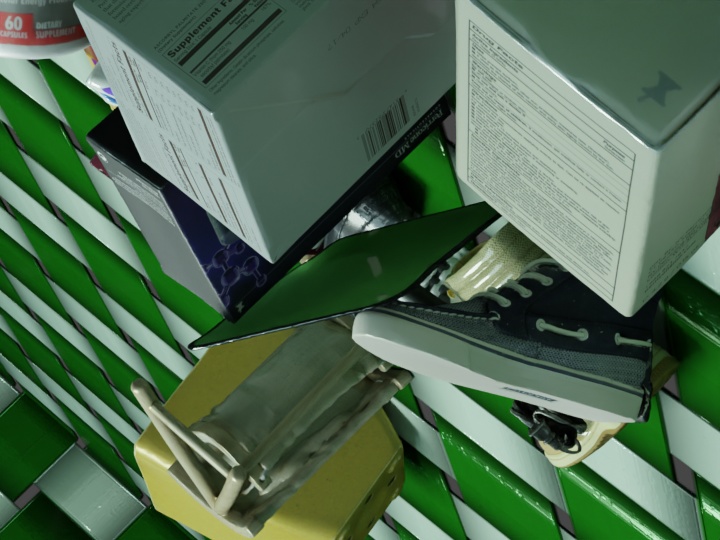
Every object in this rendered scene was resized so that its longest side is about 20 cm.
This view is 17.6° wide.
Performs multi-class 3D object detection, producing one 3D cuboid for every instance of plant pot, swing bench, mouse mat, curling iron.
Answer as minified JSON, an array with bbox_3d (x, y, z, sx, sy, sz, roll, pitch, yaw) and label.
[{"bbox_3d":[-0.067,0.174,2.192,0.200,0.196,0.194,32,162,15],"label":"plant pot"},{"bbox_3d":[-0.067,0.109,1.976,0.130,0.199,0.200,39,164,22],"label":"swing bench"},{"bbox_3d":[0.000,0.000,1.459,0.160,0.200,0.008,-14,104,34],"label":"mouse mat"},{"bbox_3d":[0.072,0.048,1.519,0.200,0.026,0.050,43,-165,19],"label":"curling iron"}]

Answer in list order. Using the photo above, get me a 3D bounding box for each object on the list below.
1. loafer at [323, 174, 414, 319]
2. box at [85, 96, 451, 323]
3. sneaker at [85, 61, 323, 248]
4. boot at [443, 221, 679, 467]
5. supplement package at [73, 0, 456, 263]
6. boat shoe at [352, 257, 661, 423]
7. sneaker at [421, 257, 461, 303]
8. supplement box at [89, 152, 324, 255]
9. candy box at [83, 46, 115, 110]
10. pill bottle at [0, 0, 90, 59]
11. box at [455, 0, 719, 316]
[{"bbox_3d":[0.009,-0.009,1.719,0.070,0.068,0.201,49,164,23],"label":"loafer"},{"bbox_3d":[-0.052,-0.089,1.426,0.079,0.200,0.141,35,162,34],"label":"box"},{"bbox_3d":[-0.109,-0.099,1.540,0.081,0.146,0.201,-57,42,49],"label":"sneaker"},{"bbox_3d":[0.121,0.049,1.564,0.155,0.073,0.200,44,163,5],"label":"boot"},{"bbox_3d":[-0.031,-0.136,1.248,0.111,0.200,0.156,38,163,26],"label":"supplement package"},{"bbox_3d":[0.092,0.027,1.415,0.199,0.093,0.075,18,169,-24],"label":"boat shoe"},{"bbox_3d":[0.070,0.040,1.668,0.081,0.075,0.200,36,-179,-2],"label":"sneaker"},{"bbox_3d":[-0.093,-0.065,1.683,0.109,0.061,0.200,39,-163,21],"label":"supplement box"},{"bbox_3d":[-0.163,-0.167,1.795,0.117,0.056,0.200,38,164,27],"label":"candy box"},{"bbox_3d":[-0.214,-0.246,1.478,0.114,0.114,0.201,33,129,40],"label":"pill bottle"},{"bbox_3d":[0.125,-0.087,1.137,0.128,0.109,0.200,41,164,17],"label":"box"}]
